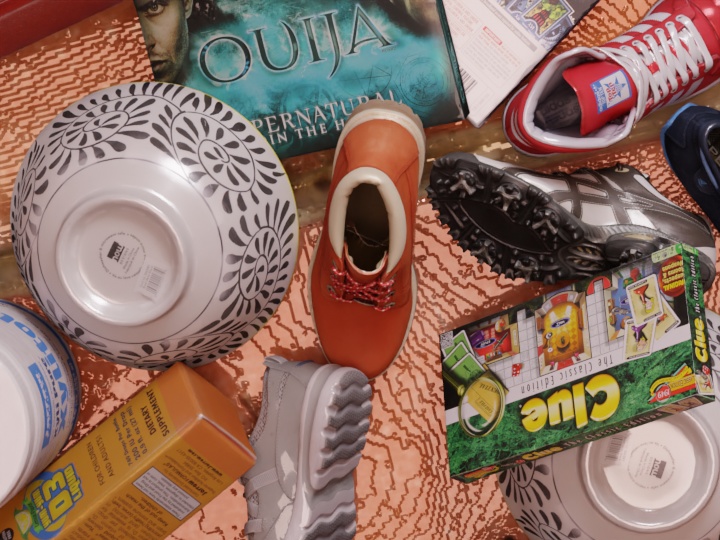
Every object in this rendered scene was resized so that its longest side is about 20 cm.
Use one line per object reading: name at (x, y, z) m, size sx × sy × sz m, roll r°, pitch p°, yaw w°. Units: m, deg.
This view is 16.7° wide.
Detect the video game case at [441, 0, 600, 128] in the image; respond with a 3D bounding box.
video game case at (0.068, -0.227, 1.629) m, size 0.200 × 0.036 × 0.181 m, roll 43°, pitch 97°, yaw -2°

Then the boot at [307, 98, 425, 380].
boot at (0.000, 0.000, 1.601) m, size 0.075 × 0.107 × 0.200 m, roll 5°, pitch 120°, yaw 2°

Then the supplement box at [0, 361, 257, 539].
supplement box at (-0.169, 0.154, 1.641) m, size 0.200 × 0.067 × 0.069 m, roll -41°, pitch 129°, yaw 10°

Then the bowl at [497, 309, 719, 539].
bowl at (0.188, 0.120, 1.622) m, size 0.200 × 0.094 × 0.201 m, roll 0°, pitch 96°, yaw 1°

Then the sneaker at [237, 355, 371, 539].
sneaker at (-0.049, 0.151, 1.663) m, size 0.082 × 0.075 × 0.200 m, roll 21°, pitch 102°, yaw 34°

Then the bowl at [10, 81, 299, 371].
bowl at (-0.147, -0.017, 1.609) m, size 0.200 × 0.094 × 0.201 m, roll 3°, pitch 105°, yaw 9°

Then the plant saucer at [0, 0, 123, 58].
plant saucer at (-0.266, -0.234, 1.592) m, size 0.200 × 0.037 × 0.200 m, roll -19°, pitch 95°, yaw 36°

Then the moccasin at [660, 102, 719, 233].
moccasin at (0.274, -0.026, 1.612) m, size 0.200 × 0.068 × 0.081 m, roll 38°, pitch 88°, yaw -14°

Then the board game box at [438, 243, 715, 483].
board game box at (0.135, 0.062, 1.579) m, size 0.200 × 0.023 × 0.105 m, roll -23°, pitch 62°, yaw 36°

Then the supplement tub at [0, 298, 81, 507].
supplement tub at (-0.258, 0.090, 1.587) m, size 0.132 × 0.200 × 0.132 m, roll 0°, pitch 95°, yaw 2°

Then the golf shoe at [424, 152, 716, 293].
golf shoe at (0.141, -0.034, 1.627) m, size 0.200 × 0.095 × 0.078 m, roll 25°, pitch 131°, yaw 2°

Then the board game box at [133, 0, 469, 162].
board game box at (-0.040, -0.145, 1.621) m, size 0.200 × 0.028 × 0.135 m, roll -12°, pitch 102°, yaw 13°

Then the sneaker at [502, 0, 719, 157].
sneaker at (0.185, -0.133, 1.595) m, size 0.200 × 0.112 × 0.071 m, roll -31°, pitch 91°, yaw 3°
